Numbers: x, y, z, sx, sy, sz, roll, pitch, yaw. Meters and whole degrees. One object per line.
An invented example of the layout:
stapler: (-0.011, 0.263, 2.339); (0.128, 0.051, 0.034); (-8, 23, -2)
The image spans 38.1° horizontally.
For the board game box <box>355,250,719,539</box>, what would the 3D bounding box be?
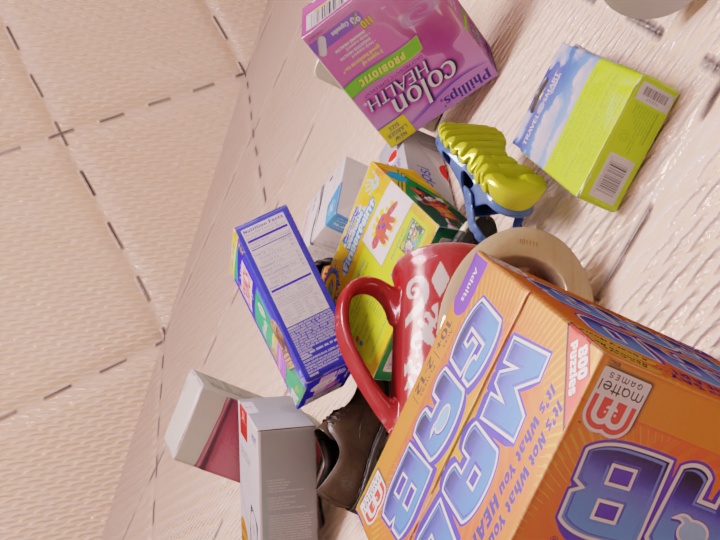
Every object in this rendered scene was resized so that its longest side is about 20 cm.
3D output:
board game box: (0.142, 0.138, 0.645); (0.202, 0.198, 0.200); (-65, 18, 9)

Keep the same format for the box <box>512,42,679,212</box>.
box: (0.218, -0.143, 1.004); (0.123, 0.047, 0.200); (-64, 17, 14)

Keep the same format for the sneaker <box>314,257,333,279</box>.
sneaker: (-0.046, 0.007, 1.566); (0.071, 0.089, 0.200); (-69, 17, -4)

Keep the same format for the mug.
mug: (0.067, 0.095, 1.008); (0.134, 0.175, 0.203); (65, -154, -56)

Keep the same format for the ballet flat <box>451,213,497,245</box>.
ballet flat: (0.094, 0.030, 1.142); (0.057, 0.066, 0.203); (35, 104, 62)

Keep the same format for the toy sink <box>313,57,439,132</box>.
toy sink: (0.034, -0.305, 1.506); (0.132, 0.198, 0.112); (-66, 18, 10)

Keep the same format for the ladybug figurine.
ladybug figurine: (0.134, 0.059, 0.912); (0.072, 0.134, 0.202); (84, -158, -60)

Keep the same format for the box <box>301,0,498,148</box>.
box: (0.050, -0.296, 1.352); (0.175, 0.200, 0.097); (-32, 32, 19)

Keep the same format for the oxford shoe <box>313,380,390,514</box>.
oxford shoe: (-0.009, 0.183, 1.257); (0.073, 0.083, 0.202); (-44, 28, 57)

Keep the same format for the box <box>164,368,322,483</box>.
box: (-0.161, 0.232, 1.465); (0.110, 0.198, 0.128); (-68, 17, -2)

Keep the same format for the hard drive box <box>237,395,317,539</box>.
hard drive box: (-0.106, 0.278, 1.334); (0.156, 0.076, 0.204); (-158, 67, -73)

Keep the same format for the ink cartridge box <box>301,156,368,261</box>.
ink cartridge box: (-0.046, -0.078, 1.702); (0.200, 0.067, 0.117); (-47, 27, 52)

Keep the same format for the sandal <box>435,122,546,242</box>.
sandal: (0.125, -0.093, 1.094); (0.201, 0.078, 0.088); (-110, 26, -56)

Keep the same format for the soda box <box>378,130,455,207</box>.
soda box: (0.073, -0.117, 1.384); (0.064, 0.067, 0.201); (-59, 19, 29)

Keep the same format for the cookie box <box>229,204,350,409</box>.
cookie box: (-0.084, 0.048, 1.259); (0.202, 0.074, 0.171); (63, 166, 12)

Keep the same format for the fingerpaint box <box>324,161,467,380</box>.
fingerpaint box: (0.040, 0.001, 1.233); (0.167, 0.072, 0.202); (47, 122, 48)

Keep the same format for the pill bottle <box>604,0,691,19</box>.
pill bottle: (0.267, -0.338, 0.968); (0.116, 0.114, 0.202); (-45, 28, 52)
